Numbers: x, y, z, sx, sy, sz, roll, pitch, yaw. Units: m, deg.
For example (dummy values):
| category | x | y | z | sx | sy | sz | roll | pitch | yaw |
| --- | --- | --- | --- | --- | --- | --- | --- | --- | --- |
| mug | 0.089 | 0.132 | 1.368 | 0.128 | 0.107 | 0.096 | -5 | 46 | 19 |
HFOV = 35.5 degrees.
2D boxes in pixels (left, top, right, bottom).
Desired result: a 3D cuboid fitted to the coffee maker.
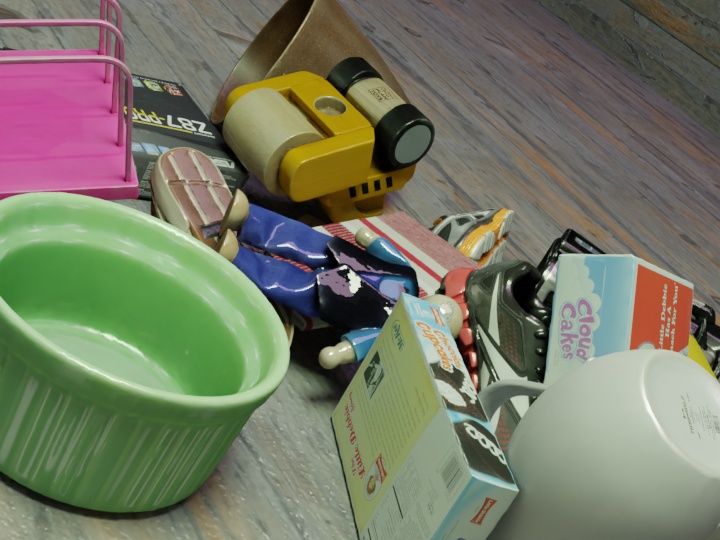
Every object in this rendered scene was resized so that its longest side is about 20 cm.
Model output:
| category | x | y | z | sx | sy | sz | roll | pitch | yaw |
| --- | --- | --- | --- | --- | --- | --- | --- | --- | --- |
| coffee maker | 0.254 | 0.064 | 1.140 | 0.199 | 0.135 | 0.192 | 35 | 0 | 8 |

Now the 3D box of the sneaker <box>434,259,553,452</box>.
| category | x | y | z | sx | sy | sz | roll | pitch | yaw |
| --- | --- | --- | --- | --- | --- | --- | --- | --- | --- |
| sneaker | 0.127 | 0.081 | 0.876 | 0.071 | 0.097 | 0.202 | 13 | 58 | -53 |

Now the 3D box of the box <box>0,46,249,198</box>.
| category | x | y | z | sx | sy | sz | roll | pitch | yaw |
| --- | --- | --- | --- | --- | --- | --- | --- | --- | --- |
| box | -0.221 | -0.128 | 1.026 | 0.199 | 0.049 | 0.162 | 6 | 36 | -43 |

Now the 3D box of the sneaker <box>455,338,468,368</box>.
| category | x | y | z | sx | sy | sz | roll | pitch | yaw |
| --- | --- | --- | --- | --- | --- | --- | --- | --- | --- |
| sneaker | 0.143 | 0.104 | 0.942 | 0.199 | 0.082 | 0.070 | 38 | 20 | 16 |

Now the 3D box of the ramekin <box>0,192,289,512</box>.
| category | x | y | z | sx | sy | sz | roll | pitch | yaw |
| --- | --- | --- | --- | --- | --- | --- | --- | --- | --- |
| ramekin | -0.151 | 0.050 | 0.675 | 0.199 | 0.098 | 0.200 | 26 | 23 | -12 |

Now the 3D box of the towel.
| category | x | y | z | sx | sy | sz | roll | pitch | yaw |
| --- | --- | --- | --- | --- | --- | --- | --- | --- | --- |
| towel | 0.000 | 0.000 | 0.972 | 0.198 | 0.023 | 0.144 | -11 | 33 | -33 |

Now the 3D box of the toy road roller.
| category | x | y | z | sx | sy | sz | roll | pitch | yaw |
| --- | --- | --- | --- | --- | --- | --- | --- | --- | --- |
| toy road roller | -0.034 | -0.105 | 1.092 | 0.199 | 0.147 | 0.123 | -17 | 48 | -32 |

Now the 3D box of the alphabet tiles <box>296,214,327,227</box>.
| category | x | y | z | sx | sy | sz | roll | pitch | yaw |
| --- | --- | --- | --- | --- | --- | --- | --- | --- | --- |
| alphabet tiles | 0.016 | 0.012 | 1.069 | 0.199 | 0.015 | 0.196 | 33 | 20 | 5 |

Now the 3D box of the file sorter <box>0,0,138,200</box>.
| category | x | y | z | sx | sy | sz | roll | pitch | yaw |
| --- | --- | --- | --- | --- | --- | --- | --- | --- | --- |
| file sorter | -0.253 | -0.162 | 0.871 | 0.138 | 0.126 | 0.201 | -4 | 42 | -18 |

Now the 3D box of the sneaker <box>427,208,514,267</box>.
| category | x | y | z | sx | sy | sz | roll | pitch | yaw |
| --- | --- | --- | --- | --- | --- | --- | --- | --- | --- |
| sneaker | 0.114 | -0.033 | 1.213 | 0.077 | 0.079 | 0.200 | 15 | 10 | 17 |

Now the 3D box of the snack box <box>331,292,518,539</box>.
| category | x | y | z | sx | sy | sz | roll | pitch | yaw |
| --- | --- | --- | --- | --- | --- | --- | --- | --- | --- |
| snack box | 0.034 | 0.116 | 0.740 | 0.037 | 0.117 | 0.201 | 20 | 25 | -21 |

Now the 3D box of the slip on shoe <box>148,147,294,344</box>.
| category | x | y | z | sx | sy | sz | roll | pitch | yaw |
| --- | --- | --- | --- | --- | --- | --- | --- | --- | --- |
| slip on shoe | -0.115 | -0.001 | 0.879 | 0.076 | 0.061 | 0.201 | -14 | 64 | -38 |

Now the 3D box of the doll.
| category | x | y | z | sx | sy | sz | roll | pitch | yaw |
| --- | --- | --- | --- | --- | --- | --- | --- | --- | --- |
| doll | -0.015 | 0.013 | 0.851 | 0.198 | 0.049 | 0.137 | 21 | 50 | -13 |

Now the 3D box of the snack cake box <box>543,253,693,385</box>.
| category | x | y | z | sx | sy | sz | roll | pitch | yaw |
| --- | --- | --- | --- | --- | --- | --- | --- | --- | --- |
| snack cake box | 0.192 | 0.097 | 0.851 | 0.067 | 0.202 | 0.115 | 1 | -10 | 40 |

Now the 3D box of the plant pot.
| category | x | y | z | sx | sy | sz | roll | pitch | yaw |
| --- | --- | --- | --- | --- | --- | --- | --- | --- | --- |
| plant pot | -0.030 | -0.177 | 1.231 | 0.199 | 0.187 | 0.187 | 37 | 19 | -21 |

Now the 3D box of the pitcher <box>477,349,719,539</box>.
| category | x | y | z | sx | sy | sz | roll | pitch | yaw |
| --- | --- | --- | --- | --- | --- | --- | --- | --- | --- |
| pitcher | 0.131 | 0.115 | 0.699 | 0.120 | 0.200 | 0.173 | 16 | 47 | -28 |

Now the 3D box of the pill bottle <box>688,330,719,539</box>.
| category | x | y | z | sx | sy | sz | roll | pitch | yaw |
| --- | --- | --- | --- | --- | --- | --- | --- | --- | --- |
| pill bottle | 0.259 | 0.134 | 0.948 | 0.112 | 0.112 | 0.201 | 10 | 48 | -40 |
